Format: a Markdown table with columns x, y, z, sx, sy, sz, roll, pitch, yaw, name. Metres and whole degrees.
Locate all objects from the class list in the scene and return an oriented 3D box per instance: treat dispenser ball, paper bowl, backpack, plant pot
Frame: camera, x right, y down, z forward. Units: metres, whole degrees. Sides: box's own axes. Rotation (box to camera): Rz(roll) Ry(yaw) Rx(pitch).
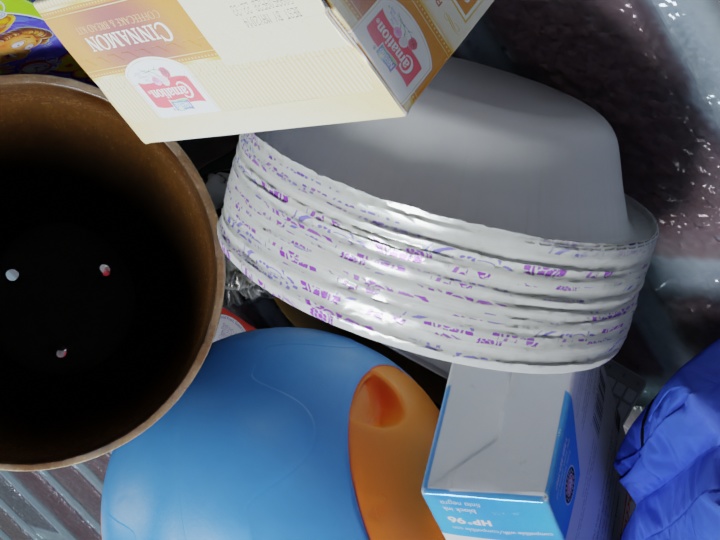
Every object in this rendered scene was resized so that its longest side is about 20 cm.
| x | y | z | sx | sy | sz | roll | pitch | yaw | name |
| --- | --- | --- | --- | --- | --- | --- | --- | --- | --- |
| -0.040 | 0.131 | 0.850 | 0.201 | 0.201 | 0.201 | 28 | 152 | 17 | treat dispenser ball |
| 0.040 | -0.039 | 0.730 | 0.200 | 0.201 | 0.105 | 23 | 110 | 25 | paper bowl |
| 0.216 | 0.118 | 0.781 | 0.168 | 0.162 | 0.200 | 58 | 162 | 21 | backpack |
| -0.166 | 0.008 | 0.832 | 0.187 | 0.187 | 0.200 | 38 | 173 | -1 | plant pot |

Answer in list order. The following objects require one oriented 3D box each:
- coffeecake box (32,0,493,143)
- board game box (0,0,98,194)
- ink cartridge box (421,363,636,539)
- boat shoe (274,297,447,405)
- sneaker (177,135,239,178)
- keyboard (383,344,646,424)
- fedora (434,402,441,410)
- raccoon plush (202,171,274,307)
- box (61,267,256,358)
| x | y | z | sx | sy | sz | roll | pitch | yaw | name |
| --- | --- | --- | --- | --- | --- | --- | --- | --- | --- |
| 0.000 | -0.142 | 0.569 | 0.153 | 0.200 | 0.073 | 0 | 136 | 50 | coffeecake box |
| -0.176 | -0.106 | 0.807 | 0.134 | 0.045 | 0.200 | -24 | 159 | 25 | board game box |
| 0.100 | 0.123 | 0.837 | 0.068 | 0.116 | 0.200 | 0 | 142 | 23 | ink cartridge box |
| 0.032 | 0.036 | 0.965 | 0.200 | 0.071 | 0.070 | 34 | -166 | 20 | boat shoe |
| -0.110 | -0.041 | 1.009 | 0.082 | 0.077 | 0.200 | 27 | 155 | 1 | sneaker |
| 0.077 | 0.044 | 0.876 | 0.200 | 0.056 | 0.011 | 30 | 173 | -26 | keyboard |
| 0.018 | 0.095 | 1.034 | 0.200 | 0.092 | 0.201 | 32 | 162 | 12 | fedora |
| 0.000 | 0.000 | 0.865 | 0.200 | 0.134 | 0.097 | 30 | 149 | 7 | raccoon plush |
| -0.109 | 0.087 | 1.120 | 0.095 | 0.100 | 0.200 | 10 | 161 | 44 | box |
